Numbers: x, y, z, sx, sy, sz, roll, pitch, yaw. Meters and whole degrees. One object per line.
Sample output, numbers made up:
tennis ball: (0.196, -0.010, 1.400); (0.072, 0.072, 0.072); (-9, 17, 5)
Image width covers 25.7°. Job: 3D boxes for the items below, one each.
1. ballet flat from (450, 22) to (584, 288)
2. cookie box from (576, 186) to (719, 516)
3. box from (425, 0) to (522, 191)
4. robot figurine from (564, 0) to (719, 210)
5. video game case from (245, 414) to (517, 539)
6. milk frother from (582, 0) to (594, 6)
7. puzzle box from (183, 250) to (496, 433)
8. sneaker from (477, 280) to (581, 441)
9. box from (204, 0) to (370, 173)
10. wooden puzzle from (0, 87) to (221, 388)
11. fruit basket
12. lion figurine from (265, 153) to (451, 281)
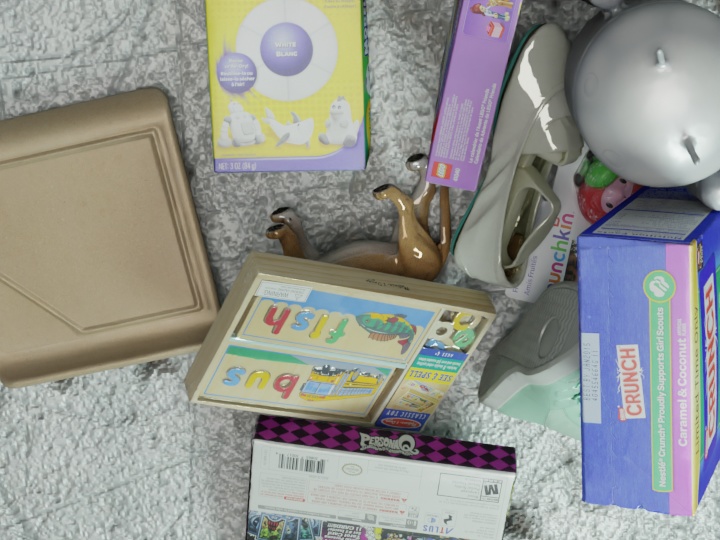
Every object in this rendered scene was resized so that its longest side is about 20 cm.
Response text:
ballet flat: (0.122, -0.074, 1.117); (0.069, 0.070, 0.201); (17, 119, -2)
cookie box: (0.199, 0.043, 1.025); (0.075, 0.200, 0.173); (3, 103, 22)
box: (0.083, -0.173, 1.052); (0.039, 0.137, 0.201); (11, 132, 0)
robot figurine: (0.189, -0.117, 1.007); (0.113, 0.200, 0.170); (-33, 99, 10)
video game case: (0.010, 0.199, 1.219); (0.198, 0.036, 0.182); (7, 126, 1)
milk frother: (0.179, -0.296, 1.021); (0.199, 0.188, 0.181); (31, 77, -8)
puzzle box: (-0.015, 0.056, 1.152); (0.199, 0.026, 0.133); (10, 129, -27)
sneaker: (0.170, 0.071, 1.141); (0.117, 0.200, 0.074); (21, 69, -7)
box: (-0.053, -0.173, 1.143); (0.116, 0.048, 0.202); (-2, 104, 3)
wooden puzzle: (-0.211, -0.024, 1.201); (0.183, 0.037, 0.202); (-12, 100, 6)
fruit basket: (0.218, -0.044, 1.142); (0.198, 0.094, 0.187); (12, 106, 3)
lion figurine: (0.000, 0.000, 1.177); (0.199, 0.073, 0.123); (-19, 110, 4)
